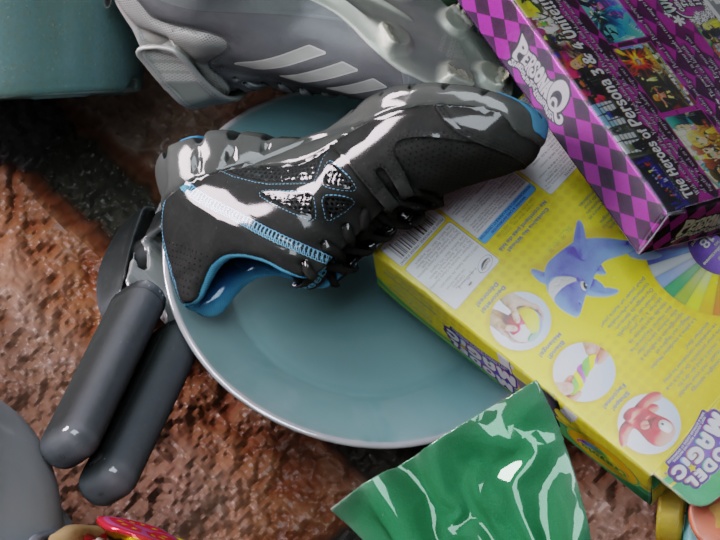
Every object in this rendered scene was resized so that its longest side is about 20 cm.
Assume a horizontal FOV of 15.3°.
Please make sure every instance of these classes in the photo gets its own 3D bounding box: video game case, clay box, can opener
[{"bbox_3d":[0.151,-0.107,1.302,0.181,0.036,0.200,-14,59,-38],"label":"video game case"},{"bbox_3d":[0.117,0.019,1.263,0.200,0.048,0.115,39,74,18],"label":"clay box"},{"bbox_3d":[-0.108,0.038,1.300,0.066,0.053,0.200,-34,22,32],"label":"can opener"}]

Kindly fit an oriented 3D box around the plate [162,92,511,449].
[{"bbox_3d":[0.000,0.000,1.321,0.199,0.026,0.201,5,62,-9],"label":"plate"}]

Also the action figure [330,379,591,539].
[{"bbox_3d":[0.084,0.167,1.233,0.118,0.055,0.201,-33,78,21],"label":"action figure"}]

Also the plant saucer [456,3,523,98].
[{"bbox_3d":[0.087,-0.089,1.356,0.069,0.019,0.201,-3,62,-4],"label":"plant saucer"}]

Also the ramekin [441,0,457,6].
[{"bbox_3d":[0.009,-0.224,1.378,0.199,0.098,0.201,-10,57,16],"label":"ramekin"}]

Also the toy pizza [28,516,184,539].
[{"bbox_3d":[-0.051,0.152,1.172,0.199,0.200,0.032,27,95,19],"label":"toy pizza"}]

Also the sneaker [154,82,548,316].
[{"bbox_3d":[-0.002,-0.031,1.252,0.199,0.073,0.082,-14,66,26],"label":"sneaker"}]

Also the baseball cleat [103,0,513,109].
[{"bbox_3d":[-0.027,-0.109,1.303,0.199,0.107,0.070,28,41,-5],"label":"baseball cleat"}]

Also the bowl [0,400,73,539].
[{"bbox_3d":[-0.194,0.144,1.262,0.201,0.090,0.202,-31,50,45],"label":"bowl"}]

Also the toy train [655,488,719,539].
[{"bbox_3d":[0.227,0.106,1.242,0.200,0.056,0.150,-41,66,-8],"label":"toy train"}]

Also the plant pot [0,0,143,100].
[{"bbox_3d":[-0.189,-0.183,1.350,0.199,0.200,0.198,-2,94,10],"label":"plant pot"}]
